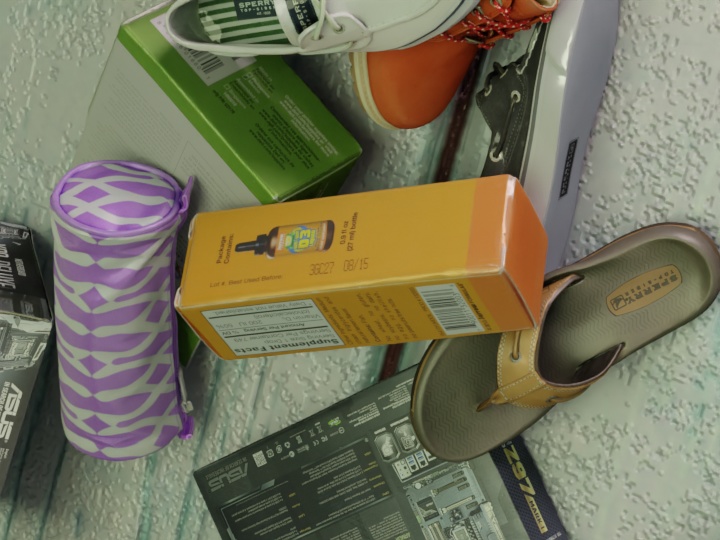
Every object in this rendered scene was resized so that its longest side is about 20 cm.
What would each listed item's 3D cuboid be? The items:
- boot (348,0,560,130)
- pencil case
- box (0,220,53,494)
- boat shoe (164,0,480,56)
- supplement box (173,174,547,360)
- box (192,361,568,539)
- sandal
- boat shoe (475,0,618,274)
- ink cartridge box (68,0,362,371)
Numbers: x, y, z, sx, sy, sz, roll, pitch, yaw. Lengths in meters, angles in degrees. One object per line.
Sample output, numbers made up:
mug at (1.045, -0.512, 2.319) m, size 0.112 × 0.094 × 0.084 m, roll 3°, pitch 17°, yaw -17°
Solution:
boot at (0.060, -0.148, 1.213) m, size 0.107 × 0.075 × 0.200 m, roll 50°, pitch 131°, yaw 39°
pencil case at (-0.144, 0.028, 1.339) m, size 0.085 × 0.084 × 0.200 m, roll 7°, pitch 131°, yaw 6°
box at (-0.254, 0.084, 1.415) m, size 0.050 × 0.158 × 0.200 m, roll 13°, pitch 108°, yaw -19°
boat shoe at (-0.021, -0.144, 1.198) m, size 0.200 × 0.067 × 0.074 m, roll -11°, pitch 102°, yaw 41°
supplement box at (0.000, 0.000, 1.230) m, size 0.200 × 0.069 × 0.067 m, roll -5°, pitch 56°, yaw 21°
box at (0.014, 0.154, 1.335) m, size 0.200 × 0.051 × 0.158 m, roll -28°, pitch 84°, yaw 28°
sandal at (0.115, 0.043, 1.231) m, size 0.200 × 0.055 × 0.082 m, roll -27°, pitch 108°, yaw 9°
boat shoe at (0.095, -0.087, 1.252) m, size 0.066 × 0.070 × 0.200 m, roll 19°, pitch 113°, yaw 23°
ink cartridge box at (-0.101, -0.055, 1.360) m, size 0.148 × 0.076 × 0.200 m, roll 49°, pitch 144°, yaw 13°
